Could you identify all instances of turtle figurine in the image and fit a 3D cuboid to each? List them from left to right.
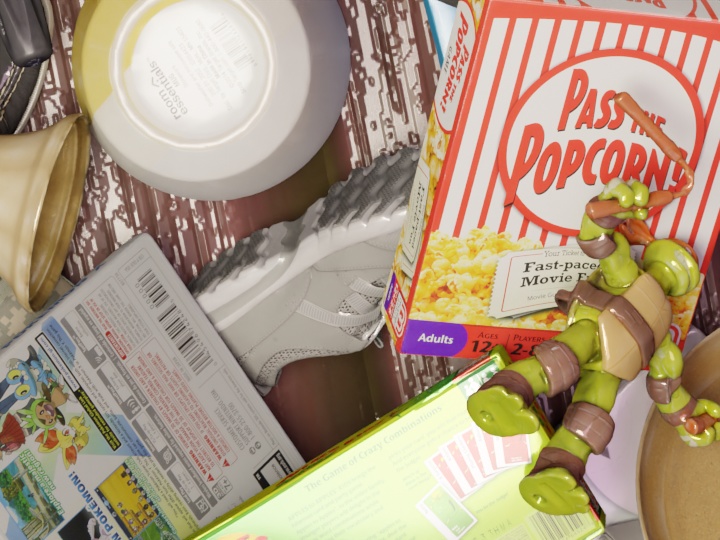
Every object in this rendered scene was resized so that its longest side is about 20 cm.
[{"bbox_3d":[0.116,0.026,1.391,0.161,0.064,0.200,-48,132,-30],"label":"turtle figurine"}]

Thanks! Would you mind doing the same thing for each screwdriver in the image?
[{"bbox_3d":[-0.201,-0.200,1.530,0.028,0.029,0.201,-18,78,-3],"label":"screwdriver"}]

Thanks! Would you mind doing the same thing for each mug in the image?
[{"bbox_3d":[-0.098,-0.109,1.491,0.186,0.153,0.150,12,95,-1],"label":"mug"}]

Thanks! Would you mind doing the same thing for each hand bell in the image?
[{"bbox_3d":[-0.246,-0.053,1.479,0.199,0.104,0.105,15,95,5],"label":"hand bell"}]

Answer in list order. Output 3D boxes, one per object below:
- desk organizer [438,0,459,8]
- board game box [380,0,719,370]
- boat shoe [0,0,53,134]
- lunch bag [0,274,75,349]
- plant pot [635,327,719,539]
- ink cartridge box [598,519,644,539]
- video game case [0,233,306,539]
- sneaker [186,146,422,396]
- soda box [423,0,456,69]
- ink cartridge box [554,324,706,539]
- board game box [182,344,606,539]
[{"bbox_3d":[0.046,-0.189,1.478,0.199,0.072,0.077,23,62,22],"label":"desk organizer"},{"bbox_3d":[0.105,-0.049,1.430,0.151,0.046,0.201,4,120,-16],"label":"board game box"},{"bbox_3d":[-0.231,-0.071,1.539,0.074,0.060,0.200,37,93,2],"label":"boat shoe"},{"bbox_3d":[-0.178,0.108,1.524,0.164,0.118,0.200,43,66,-7],"label":"lunch bag"},{"bbox_3d":[0.236,0.113,1.467,0.199,0.028,0.201,1,71,-2],"label":"plant pot"},{"bbox_3d":[0.238,0.192,1.530,0.199,0.084,0.146,-12,105,-7],"label":"ink cartridge box"},{"bbox_3d":[-0.113,0.111,1.481,0.182,0.022,0.200,-43,105,-38],"label":"video game case"},{"bbox_3d":[0.000,0.000,1.528,0.200,0.075,0.082,-26,111,32],"label":"sneaker"},{"bbox_3d":[0.087,-0.063,1.537,0.064,0.068,0.201,-16,95,0],"label":"soda box"},{"bbox_3d":[0.179,0.153,1.567,0.162,0.057,0.200,-40,89,3],"label":"ink cartridge box"},{"bbox_3d":[0.010,0.133,1.437,0.200,0.048,0.102,-32,90,7],"label":"board game box"}]
